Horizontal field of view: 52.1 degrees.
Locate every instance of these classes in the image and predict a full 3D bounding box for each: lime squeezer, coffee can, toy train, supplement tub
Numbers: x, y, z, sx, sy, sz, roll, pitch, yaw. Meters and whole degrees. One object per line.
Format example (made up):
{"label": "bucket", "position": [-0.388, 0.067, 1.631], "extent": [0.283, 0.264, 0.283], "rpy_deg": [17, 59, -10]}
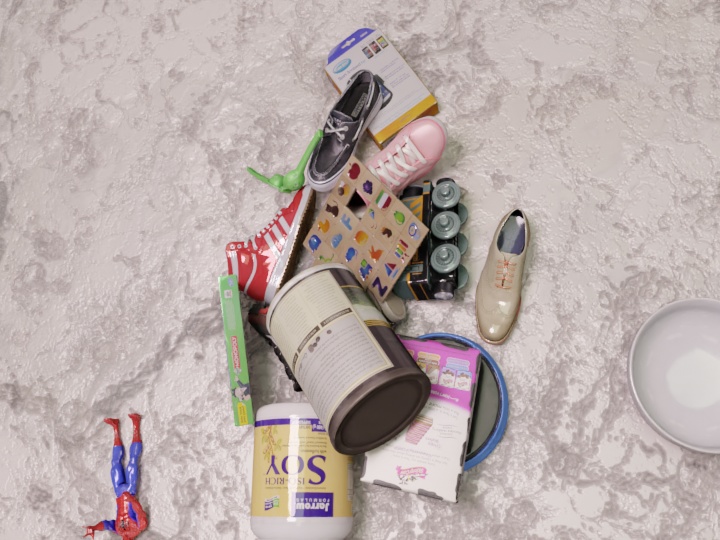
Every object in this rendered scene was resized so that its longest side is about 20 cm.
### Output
{"label": "lime squeezer", "position": [-0.124, -0.156, 1.164], "extent": [0.198, 0.037, 0.072], "rpy_deg": [-15, 93, 47]}
{"label": "coffee can", "position": [-0.019, 0.112, 0.961], "extent": [0.145, 0.147, 0.201], "rpy_deg": [-35, 55, -2]}
{"label": "toy train", "position": [0.102, -0.048, 1.107], "extent": [0.111, 0.085, 0.205], "rpy_deg": [-5, 62, 18]}
{"label": "supplement tub", "position": [-0.080, 0.292, 1.013], "extent": [0.141, 0.146, 0.206], "rpy_deg": [-3, 73, 9]}

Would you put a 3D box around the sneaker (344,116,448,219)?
{"label": "sneaker", "position": [0.045, -0.144, 1.102], "extent": [0.199, 0.105, 0.076], "rpy_deg": [-35, 101, 30]}

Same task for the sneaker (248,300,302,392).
{"label": "sneaker", "position": [-0.098, 0.122, 1.105], "extent": [0.197, 0.071, 0.099], "rpy_deg": [28, 78, 15]}

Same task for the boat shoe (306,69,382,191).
{"label": "boat shoe", "position": [-0.028, -0.222, 1.153], "extent": [0.071, 0.068, 0.203], "rpy_deg": [28, 79, 20]}

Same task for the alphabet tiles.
{"label": "alphabet tiles", "position": [-0.005, -0.035, 1.078], "extent": [0.167, 0.007, 0.202], "rpy_deg": [46, 121, 23]}

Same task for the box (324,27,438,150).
{"label": "box", "position": [0.028, -0.309, 1.228], "extent": [0.118, 0.042, 0.202], "rpy_deg": [-34, 68, -1]}

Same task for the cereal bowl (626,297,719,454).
{"label": "cereal bowl", "position": [0.455, 0.145, 0.991], "extent": [0.194, 0.083, 0.206], "rpy_deg": [-3, 73, 9]}

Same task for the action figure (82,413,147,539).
{"label": "action figure", "position": [-0.359, 0.317, 1.086], "extent": [0.064, 0.099, 0.205], "rpy_deg": [-12, 74, 8]}

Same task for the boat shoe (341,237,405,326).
{"label": "boat shoe", "position": [0.000, 0.000, 1.126], "extent": [0.059, 0.071, 0.203], "rpy_deg": [-37, 69, 28]}

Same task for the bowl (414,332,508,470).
{"label": "bowl", "position": [0.115, 0.189, 1.064], "extent": [0.195, 0.039, 0.206], "rpy_deg": [-3, 74, 10]}

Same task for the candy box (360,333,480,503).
{"label": "candy box", "position": [0.086, 0.201, 1.012], "extent": [0.133, 0.061, 0.205], "rpy_deg": [9, 75, 14]}

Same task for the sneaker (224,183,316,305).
{"label": "sneaker", "position": [-0.146, -0.054, 1.167], "extent": [0.110, 0.071, 0.204], "rpy_deg": [18, 80, 12]}

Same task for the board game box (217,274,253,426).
{"label": "board game box", "position": [-0.180, 0.114, 1.067], "extent": [0.028, 0.135, 0.206], "rpy_deg": [-6, 85, -9]}

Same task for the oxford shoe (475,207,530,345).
{"label": "oxford shoe", "position": [0.207, 0.005, 1.082], "extent": [0.069, 0.074, 0.205], "rpy_deg": [8, 75, 12]}
